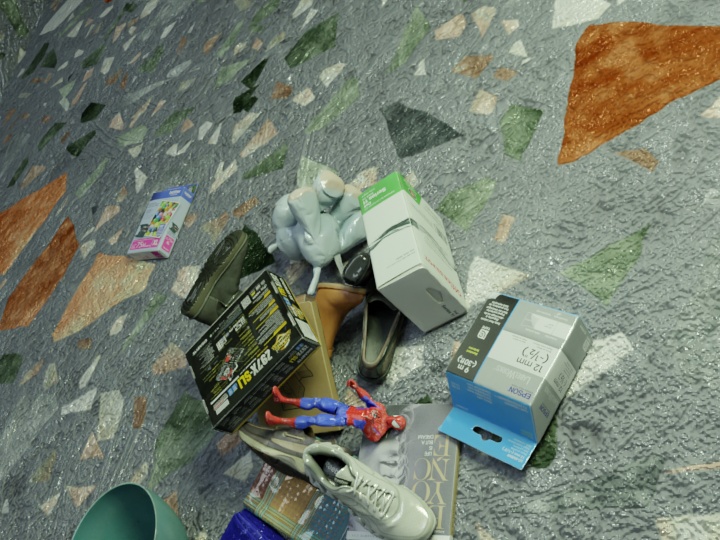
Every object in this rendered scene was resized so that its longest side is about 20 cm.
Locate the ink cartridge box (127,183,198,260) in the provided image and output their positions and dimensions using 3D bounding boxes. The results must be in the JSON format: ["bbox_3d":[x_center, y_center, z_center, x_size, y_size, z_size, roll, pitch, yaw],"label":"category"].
[{"bbox_3d":[-0.455,-0.121,1.800,0.118,0.042,0.202,-4,57,38],"label":"ink cartridge box"}]

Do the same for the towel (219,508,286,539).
[{"bbox_3d":[-0.152,0.447,1.118,0.199,0.050,0.148,23,76,47],"label":"towel"}]

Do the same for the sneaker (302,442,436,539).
[{"bbox_3d":[0.005,0.287,1.010,0.199,0.081,0.076,26,72,19],"label":"sneaker"}]

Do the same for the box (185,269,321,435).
[{"bbox_3d":[-0.169,0.122,1.187,0.200,0.049,0.160,-46,49,11],"label":"box"}]

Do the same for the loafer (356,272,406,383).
[{"bbox_3d":[0.036,0.071,1.211,0.071,0.063,0.202,7,65,7],"label":"loafer"}]

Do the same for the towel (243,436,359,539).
[{"bbox_3d":[-0.074,0.322,1.145,0.199,0.022,0.148,17,72,38],"label":"towel"}]

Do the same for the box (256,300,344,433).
[{"bbox_3d":[-0.114,0.160,1.233,0.162,0.021,0.202,-14,88,33],"label":"box"}]

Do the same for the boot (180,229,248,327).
[{"bbox_3d":[-0.183,0.053,1.319,0.183,0.199,0.072,-56,29,0],"label":"boot"}]

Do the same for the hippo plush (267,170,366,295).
[{"bbox_3d":[-0.075,-0.072,1.397,0.160,0.158,0.202,0,101,60],"label":"hippo plush"}]

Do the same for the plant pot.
[{"bbox_3d":[-0.340,0.449,1.211,0.199,0.135,0.202,-22,49,27],"label":"plant pot"}]

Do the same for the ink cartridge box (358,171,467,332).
[{"bbox_3d":[0.079,-0.028,1.198,0.083,0.147,0.201,-29,44,19],"label":"ink cartridge box"}]

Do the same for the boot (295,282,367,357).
[{"bbox_3d":[-0.061,0.107,1.242,0.199,0.076,0.157,-17,61,48],"label":"boot"}]

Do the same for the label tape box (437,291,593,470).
[{"bbox_3d":[0.193,0.138,1.029,0.143,0.066,0.201,17,66,45],"label":"label tape box"}]

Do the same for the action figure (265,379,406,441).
[{"bbox_3d":[-0.034,0.189,1.087,0.198,0.099,0.066,7,53,8],"label":"action figure"}]

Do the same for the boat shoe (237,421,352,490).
[{"bbox_3d":[-0.092,0.261,1.145,0.198,0.075,0.074,18,62,30],"label":"boat shoe"}]

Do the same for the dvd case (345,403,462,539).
[{"bbox_3d":[0.062,0.278,1.066,0.147,0.016,0.202,-6,57,25],"label":"dvd case"}]

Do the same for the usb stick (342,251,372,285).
[{"bbox_3d":[0.000,0.000,1.235,0.032,0.200,0.056,37,90,4],"label":"usb stick"}]
